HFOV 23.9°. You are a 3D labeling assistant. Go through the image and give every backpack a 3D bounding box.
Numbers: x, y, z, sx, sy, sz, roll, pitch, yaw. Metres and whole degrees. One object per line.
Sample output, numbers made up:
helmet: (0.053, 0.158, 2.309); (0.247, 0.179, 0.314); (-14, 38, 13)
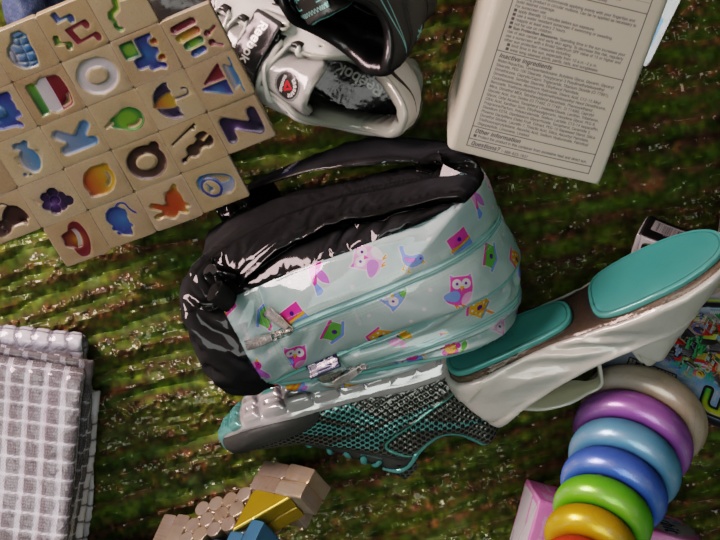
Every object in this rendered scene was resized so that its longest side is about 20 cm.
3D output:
backpack: (0.000, 0.000, 1.068); (0.198, 0.167, 0.128); (-17, 115, 12)

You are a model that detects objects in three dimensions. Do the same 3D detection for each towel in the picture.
towel: (-0.266, 0.137, 1.155); (0.163, 0.086, 0.203); (7, 101, 3)

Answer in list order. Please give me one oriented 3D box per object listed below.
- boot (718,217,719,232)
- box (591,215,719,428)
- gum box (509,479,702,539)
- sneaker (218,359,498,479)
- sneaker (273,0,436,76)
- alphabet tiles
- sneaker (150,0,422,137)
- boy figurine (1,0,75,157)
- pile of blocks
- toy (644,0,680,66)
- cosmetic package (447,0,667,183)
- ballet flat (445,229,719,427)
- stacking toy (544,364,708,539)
boot: (0.326, -0.018, 1.074); (0.197, 0.073, 0.184); (4, 89, -1)
box: (0.257, 0.052, 1.079); (0.198, 0.035, 0.111); (21, 118, 13)
gum box: (0.141, 0.254, 1.129); (0.112, 0.066, 0.202); (15, 95, -3)
sneaker: (0.004, 0.100, 1.129); (0.198, 0.078, 0.092); (-16, 103, 10)
sneaker: (-0.031, -0.197, 1.003); (0.200, 0.080, 0.075); (40, 139, -25)
alphabet tiles: (-0.161, -0.088, 1.048); (0.198, 0.006, 0.167); (-20, 124, 11)
sneaker: (-0.051, -0.137, 1.062); (0.198, 0.089, 0.075); (18, 110, -7)
boy figurine: (-0.179, -0.122, 1.090); (0.064, 0.124, 0.202); (15, 129, 42)
pile of blocks: (-0.101, 0.202, 1.155); (0.198, 0.083, 0.062); (-27, 132, 13)
toy: (0.118, -0.221, 1.066); (0.198, 0.047, 0.116); (26, 104, 1)
cosmetic package: (0.125, -0.162, 1.025); (0.102, 0.073, 0.202); (13, 123, -6)
ballet flat: (0.149, 0.040, 1.056); (0.198, 0.069, 0.070); (-26, 97, 15)
stacking toy: (0.146, 0.156, 1.043); (0.085, 0.201, 0.086); (19, 142, 16)
